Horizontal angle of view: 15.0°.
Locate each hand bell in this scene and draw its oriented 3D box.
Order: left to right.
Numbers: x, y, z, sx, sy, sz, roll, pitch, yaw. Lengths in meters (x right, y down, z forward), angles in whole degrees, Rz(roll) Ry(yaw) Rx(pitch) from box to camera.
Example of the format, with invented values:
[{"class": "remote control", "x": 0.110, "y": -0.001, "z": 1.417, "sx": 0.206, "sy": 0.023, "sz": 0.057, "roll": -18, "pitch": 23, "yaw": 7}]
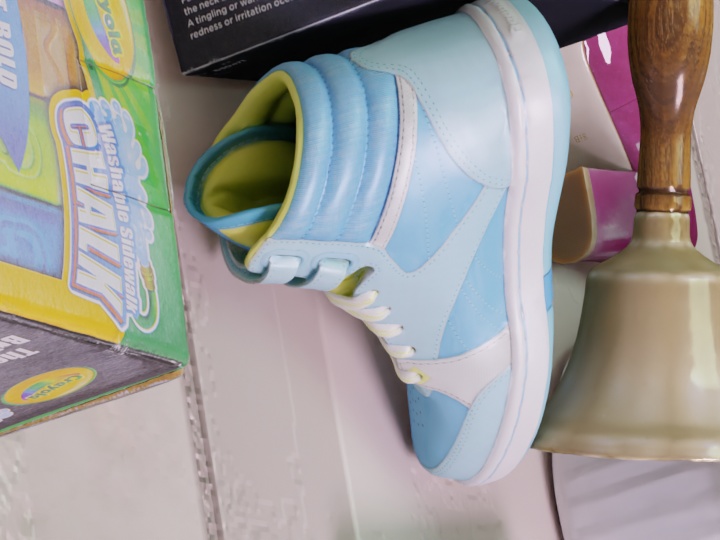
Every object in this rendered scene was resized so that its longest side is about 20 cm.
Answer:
[{"class": "hand bell", "x": 0.114, "y": -0.033, "z": 1.026, "sx": 0.104, "sy": 0.104, "sz": 0.201, "roll": -2, "pitch": 95, "yaw": -61}]

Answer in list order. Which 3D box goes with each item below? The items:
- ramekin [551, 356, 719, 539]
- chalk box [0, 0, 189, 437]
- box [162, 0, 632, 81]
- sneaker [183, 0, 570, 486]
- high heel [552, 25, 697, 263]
[{"class": "ramekin", "x": 0.163, "y": 0.100, "z": 1.170, "sx": 0.200, "sy": 0.097, "sz": 0.201, "roll": 41, "pitch": 39, "yaw": -45}, {"class": "chalk box", "x": -0.127, "y": -0.025, "z": 0.692, "sx": 0.200, "sy": 0.124, "sz": 0.124, "roll": 20, "pitch": 56, "yaw": -57}, {"class": "box", "x": 0.004, "y": -0.178, "z": 1.026, "sx": 0.200, "sy": 0.123, "sz": 0.199, "roll": 0, "pitch": 75, "yaw": -63}, {"class": "sneaker", "x": 0.000, "y": 0.000, "z": 0.973, "sx": 0.080, "sy": 0.130, "sz": 0.201, "roll": -126, "pitch": -149, "yaw": -51}, {"class": "high heel", "x": 0.111, "y": -0.098, "z": 1.222, "sx": 0.096, "sy": 0.067, "sz": 0.201, "roll": -1, "pitch": 79, "yaw": -51}]
